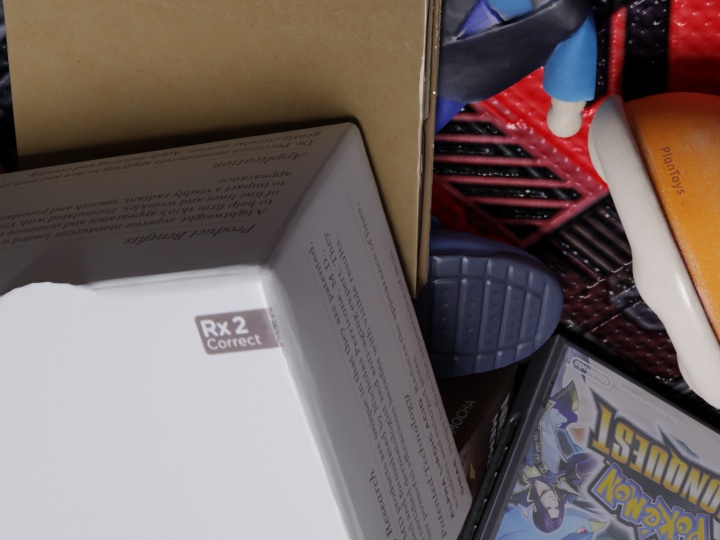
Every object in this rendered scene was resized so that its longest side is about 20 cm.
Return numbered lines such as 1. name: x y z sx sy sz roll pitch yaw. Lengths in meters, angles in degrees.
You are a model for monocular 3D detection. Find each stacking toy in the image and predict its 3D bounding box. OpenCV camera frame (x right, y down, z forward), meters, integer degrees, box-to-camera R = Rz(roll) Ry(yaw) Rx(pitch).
1. stacking toy: 0.209 -0.039 0.819 0.198 0.147 0.147 -23 129 12

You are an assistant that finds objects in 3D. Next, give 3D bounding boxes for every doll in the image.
1. doll: 0.045 -0.103 0.822 0.136 0.049 0.199 45 128 -15

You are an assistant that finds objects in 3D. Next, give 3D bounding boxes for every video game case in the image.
1. video game case: 0.144 0.159 0.983 0.199 0.182 0.025 30 160 -18

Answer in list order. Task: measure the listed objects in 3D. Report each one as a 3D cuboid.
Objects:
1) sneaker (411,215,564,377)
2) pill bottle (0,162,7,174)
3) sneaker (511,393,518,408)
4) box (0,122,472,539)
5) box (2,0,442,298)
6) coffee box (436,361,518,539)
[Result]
1. sneaker: 0.000 0.000 0.927 0.198 0.083 0.075 5 123 -9
2. pill bottle: -0.191 0.031 0.969 0.108 0.109 0.201 -9 134 20
3. sneaker: 0.150 0.135 1.030 0.199 0.076 0.070 29 134 -19
4. box: -0.079 0.062 0.830 0.197 0.131 0.202 -6 117 23
5. box: -0.063 -0.079 0.838 0.198 0.021 0.165 12 125 16
6. coffee box: 0.017 0.142 1.000 0.079 0.113 0.202 18 126 19
